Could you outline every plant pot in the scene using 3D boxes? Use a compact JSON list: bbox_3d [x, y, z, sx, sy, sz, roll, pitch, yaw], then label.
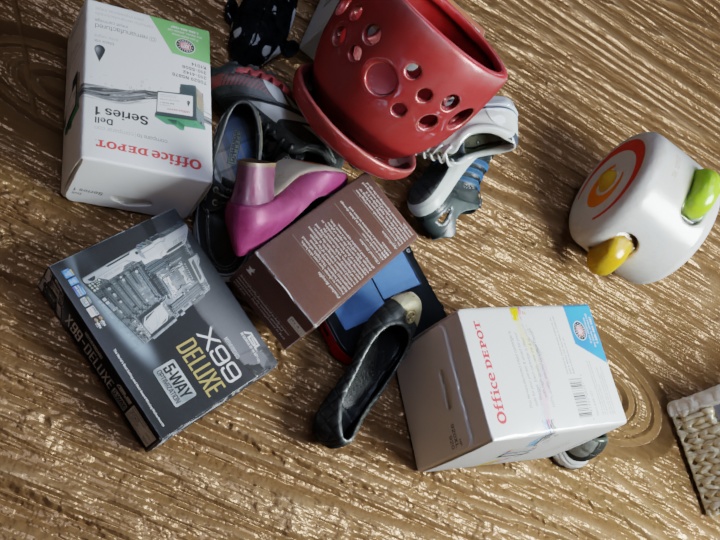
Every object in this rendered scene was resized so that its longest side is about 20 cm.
[{"bbox_3d":[0.036,-0.220,1.112,0.200,0.183,0.201,34,27,-20],"label":"plant pot"}]

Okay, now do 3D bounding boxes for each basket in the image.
[{"bbox_3d":[0.556,0.217,1.298,0.199,0.198,0.162,-3,72,-34],"label":"basket"}]

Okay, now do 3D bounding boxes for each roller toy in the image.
[{"bbox_3d":[0.380,-0.087,1.352,0.139,0.200,0.183,34,17,-13],"label":"roller toy"}]

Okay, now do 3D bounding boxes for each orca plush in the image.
[{"bbox_3d":[-0.097,-0.333,1.244,0.105,0.071,0.200,47,51,-3],"label":"orca plush"}]

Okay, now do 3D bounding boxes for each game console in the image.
[{"bbox_3d":[0.000,0.000,1.161,0.176,0.031,0.201,-22,80,-38],"label":"game console"}]

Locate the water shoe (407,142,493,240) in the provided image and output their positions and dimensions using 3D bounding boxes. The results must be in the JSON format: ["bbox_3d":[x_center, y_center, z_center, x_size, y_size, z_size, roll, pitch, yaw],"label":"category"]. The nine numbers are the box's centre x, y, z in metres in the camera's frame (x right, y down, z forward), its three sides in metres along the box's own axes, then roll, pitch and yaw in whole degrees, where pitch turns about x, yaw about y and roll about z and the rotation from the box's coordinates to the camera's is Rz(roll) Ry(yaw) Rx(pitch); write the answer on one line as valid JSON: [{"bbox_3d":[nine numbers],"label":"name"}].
[{"bbox_3d":[0.128,-0.113,1.290,0.200,0.071,0.079,-47,118,-37],"label":"water shoe"}]

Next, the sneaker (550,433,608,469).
[{"bbox_3d":[0.260,0.139,1.224,0.073,0.079,0.202,0,65,-30],"label":"sneaker"}]

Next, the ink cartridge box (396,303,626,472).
[{"bbox_3d":[0.165,0.133,1.122,0.198,0.145,0.149,1,66,-32],"label":"ink cartridge box"}]

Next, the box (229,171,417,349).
[{"bbox_3d":[-0.036,-0.014,1.081,0.100,0.075,0.200,51,47,0],"label":"box"}]

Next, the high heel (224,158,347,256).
[{"bbox_3d":[-0.079,-0.070,1.069,0.199,0.067,0.097,-6,107,-56],"label":"high heel"}]

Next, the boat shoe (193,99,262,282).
[{"bbox_3d":[-0.138,-0.091,1.071,0.069,0.066,0.202,12,75,-8],"label":"boat shoe"}]

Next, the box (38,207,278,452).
[{"bbox_3d":[-0.200,0.056,0.991,0.157,0.050,0.201,-30,84,-39],"label":"box"}]

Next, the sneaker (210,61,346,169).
[{"bbox_3d":[-0.098,-0.166,1.157,0.199,0.071,0.098,31,51,-17],"label":"sneaker"}]

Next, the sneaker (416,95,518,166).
[{"bbox_3d":[0.100,-0.166,1.228,0.198,0.073,0.071,-11,55,8],"label":"sneaker"}]

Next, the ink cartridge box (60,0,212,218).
[{"bbox_3d":[-0.238,-0.171,1.062,0.145,0.084,0.202,8,62,-28],"label":"ink cartridge box"}]

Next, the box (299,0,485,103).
[{"bbox_3d":[0.045,-0.300,1.279,0.199,0.106,0.153,35,52,-22],"label":"box"}]

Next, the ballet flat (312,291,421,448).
[{"bbox_3d":[0.018,0.109,1.070,0.066,0.057,0.201,46,64,-31],"label":"ballet flat"}]
